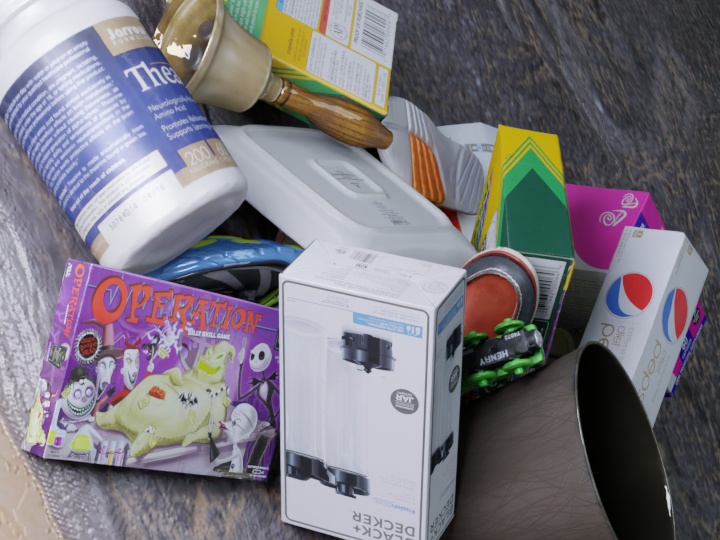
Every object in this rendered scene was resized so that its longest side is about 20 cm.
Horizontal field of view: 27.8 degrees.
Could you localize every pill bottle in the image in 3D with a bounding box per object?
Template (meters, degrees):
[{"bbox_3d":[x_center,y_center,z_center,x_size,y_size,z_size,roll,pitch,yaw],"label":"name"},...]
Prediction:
[{"bbox_3d":[-0.169,-0.104,0.945,0.201,0.111,0.111,55,32,6],"label":"pill bottle"}]

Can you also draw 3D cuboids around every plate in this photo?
[{"bbox_3d":[-0.015,-0.060,1.127,0.200,0.033,0.199,40,22,27],"label":"plate"}]

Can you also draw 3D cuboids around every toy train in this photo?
[{"bbox_3d":[0.047,0.084,1.068,0.056,0.198,0.042,28,45,-59],"label":"toy train"}]

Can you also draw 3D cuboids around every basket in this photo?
[{"bbox_3d":[0.112,0.166,1.089,0.136,0.199,0.182,-26,96,-59],"label":"basket"}]

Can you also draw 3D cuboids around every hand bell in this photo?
[{"bbox_3d":[-0.057,-0.133,1.108,0.199,0.104,0.105,23,51,-33],"label":"hand bell"}]

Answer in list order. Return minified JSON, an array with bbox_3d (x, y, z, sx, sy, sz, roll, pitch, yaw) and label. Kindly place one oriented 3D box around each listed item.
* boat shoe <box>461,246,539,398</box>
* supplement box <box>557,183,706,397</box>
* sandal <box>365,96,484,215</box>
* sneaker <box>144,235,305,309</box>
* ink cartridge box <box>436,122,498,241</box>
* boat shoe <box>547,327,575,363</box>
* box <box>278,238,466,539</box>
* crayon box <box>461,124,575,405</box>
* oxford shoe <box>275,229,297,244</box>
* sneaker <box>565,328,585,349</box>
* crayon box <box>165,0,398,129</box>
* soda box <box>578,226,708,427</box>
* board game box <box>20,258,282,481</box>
[{"bbox_3d":[0.069,0.060,1.118,0.071,0.200,0.062,44,43,7],"label":"boat shoe"},{"bbox_3d":[0.249,0.020,1.413,0.102,0.103,0.200,-59,135,-25],"label":"supplement box"},{"bbox_3d":[0.048,-0.088,1.286,0.206,0.059,0.080,27,61,-58],"label":"sandal"},{"bbox_3d":[-0.072,0.020,1.044,0.198,0.070,0.084,7,94,-41],"label":"sneaker"},{"bbox_3d":[0.106,-0.066,1.381,0.199,0.047,0.162,11,61,-55],"label":"ink cartridge box"},{"bbox_3d":[0.154,0.145,1.297,0.069,0.074,0.201,62,38,-42],"label":"boat shoe"},{"bbox_3d":[0.007,0.090,0.995,0.060,0.115,0.202,-47,145,-55],"label":"box"},{"bbox_3d":[0.123,0.011,1.211,0.058,0.201,0.173,7,38,-5],"label":"crayon box"},{"bbox_3d":[0.000,0.000,1.191,0.199,0.071,0.074,33,19,-39],"label":"oxford shoe"},{"bbox_3d":[0.222,0.153,1.377,0.070,0.075,0.202,-8,76,-56],"label":"sneaker"},{"bbox_3d":[-0.069,-0.198,1.181,0.199,0.052,0.127,25,47,-20],"label":"crayon box"},{"bbox_3d":[0.238,0.064,1.276,0.068,0.063,0.201,45,61,-45],"label":"soda box"},{"bbox_3d":[-0.121,0.070,0.941,0.199,0.032,0.121,15,83,-50],"label":"board game box"}]
